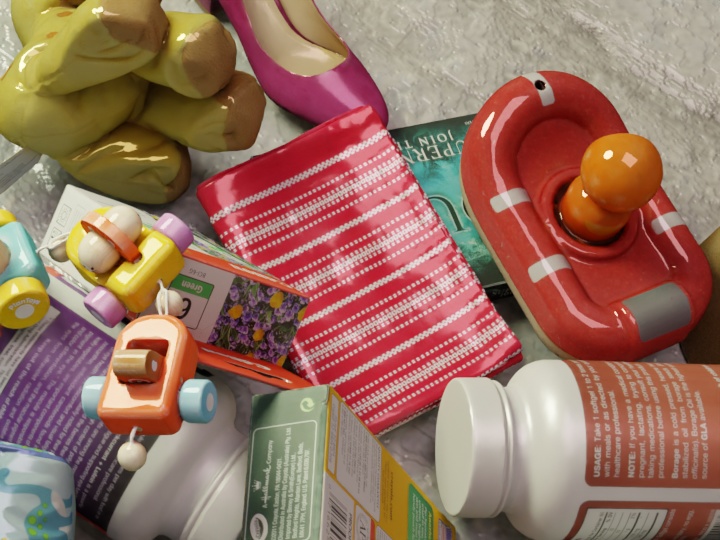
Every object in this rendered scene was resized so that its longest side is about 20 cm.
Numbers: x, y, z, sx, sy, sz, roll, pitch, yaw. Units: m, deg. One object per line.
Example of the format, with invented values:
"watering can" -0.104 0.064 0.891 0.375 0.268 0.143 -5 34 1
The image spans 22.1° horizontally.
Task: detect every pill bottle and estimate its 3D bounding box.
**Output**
"pill bottle" 0.152 0.111 1.138 0.199 0.112 0.112 3 59 -13
"pill bottle" -0.143 0.090 1.073 0.200 0.111 0.111 33 58 6

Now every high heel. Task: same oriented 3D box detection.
"high heel" -0.051 -0.175 1.253 0.200 0.096 0.067 40 57 17

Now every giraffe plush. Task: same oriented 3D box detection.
"giraffe plush" -0.172 -0.147 1.202 0.200 0.173 0.162 -19 49 14

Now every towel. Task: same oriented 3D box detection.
"towel" 0.000 0.000 1.181 0.144 0.022 0.200 -26 76 -24

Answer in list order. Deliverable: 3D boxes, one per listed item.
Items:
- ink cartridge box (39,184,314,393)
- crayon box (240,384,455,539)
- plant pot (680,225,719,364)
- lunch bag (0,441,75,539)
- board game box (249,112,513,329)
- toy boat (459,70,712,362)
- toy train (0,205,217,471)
"ink cartridge box" -0.095 0.012 1.077 0.109 0.200 0.050 20 95 -38
"crayon box" -0.004 0.167 1.049 0.051 0.200 0.126 -10 56 21
"plant pot" 0.329 -0.004 1.201 0.186 0.200 0.187 7 59 -12
"lunch bag" -0.251 0.147 0.984 0.199 0.161 0.083 3 68 -12
"board game box" 0.037 -0.034 1.243 0.200 0.028 0.136 -13 64 -21
"toy boat" 0.152 -0.046 1.186 0.130 0.131 0.200 -21 70 -26
"toy train" -0.165 0.023 0.977 0.199 0.056 0.151 4 58 21
